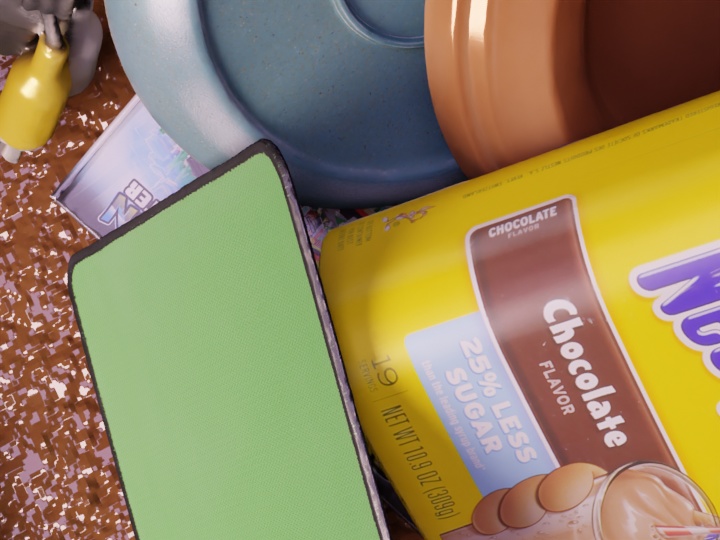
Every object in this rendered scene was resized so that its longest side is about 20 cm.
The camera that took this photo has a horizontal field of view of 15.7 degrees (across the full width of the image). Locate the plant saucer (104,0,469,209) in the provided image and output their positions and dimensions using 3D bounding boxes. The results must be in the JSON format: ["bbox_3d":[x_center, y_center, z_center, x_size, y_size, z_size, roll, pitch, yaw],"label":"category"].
[{"bbox_3d":[0.016,-0.105,0.836,0.200,0.200,0.027,-41,37,2],"label":"plant saucer"}]

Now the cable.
[{"bbox_3d":[-0.094,-0.102,0.868,0.050,0.200,0.098,19,75,-13],"label":"cable"}]

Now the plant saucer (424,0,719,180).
[{"bbox_3d":[0.106,-0.101,0.843,0.037,0.200,0.201,32,89,42],"label":"plant saucer"}]

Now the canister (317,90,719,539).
[{"bbox_3d":[0.103,0.019,0.809,0.199,0.087,0.149,-19,125,17],"label":"canister"}]

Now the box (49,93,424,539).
[{"bbox_3d":[0.000,0.000,0.923,0.200,0.035,0.110,41,91,9],"label":"box"}]

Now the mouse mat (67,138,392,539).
[{"bbox_3d":[-0.044,0.054,0.853,0.007,0.200,0.162,-13,85,-26],"label":"mouse mat"}]
